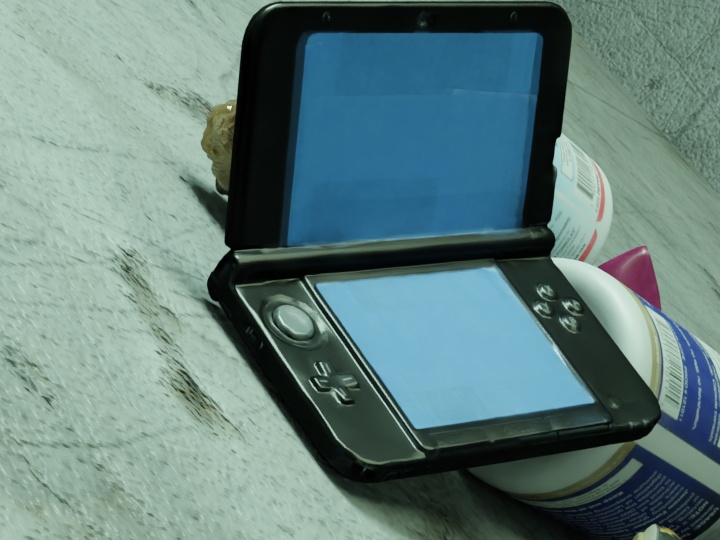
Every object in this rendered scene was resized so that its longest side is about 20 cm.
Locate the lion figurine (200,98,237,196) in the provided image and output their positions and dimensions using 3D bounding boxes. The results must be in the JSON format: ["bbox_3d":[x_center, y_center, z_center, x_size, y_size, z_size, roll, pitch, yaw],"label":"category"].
[{"bbox_3d":[0.000,0.000,1.316,0.122,0.073,0.200,21,31,-38],"label":"lion figurine"}]

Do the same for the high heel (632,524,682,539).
[{"bbox_3d":[0.163,0.180,1.256,0.142,0.071,0.200,38,2,4],"label":"high heel"}]

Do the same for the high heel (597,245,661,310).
[{"bbox_3d":[0.195,0.069,1.733,0.200,0.096,0.067,38,14,-38],"label":"high heel"}]

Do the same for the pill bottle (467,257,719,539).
[{"bbox_3d":[0.129,0.077,1.410,0.200,0.116,0.116,33,18,-53],"label":"pill bottle"}]

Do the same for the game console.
[{"bbox_3d":[0.044,-0.016,1.230,0.199,0.117,0.176,-5,49,-42],"label":"game console"}]

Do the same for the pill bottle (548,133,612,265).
[{"bbox_3d":[0.049,-0.064,1.624,0.200,0.109,0.109,37,15,-41],"label":"pill bottle"}]
